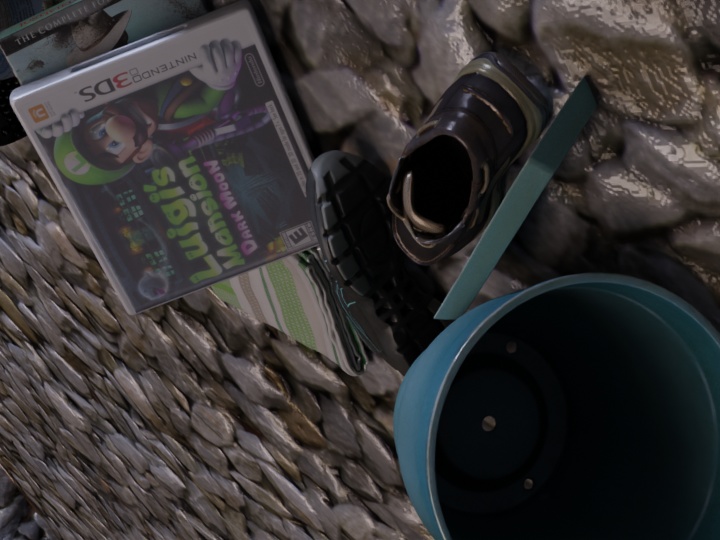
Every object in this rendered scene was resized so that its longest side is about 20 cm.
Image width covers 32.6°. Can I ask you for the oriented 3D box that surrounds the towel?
[{"bbox_3d":[-0.084,0.009,1.091,0.200,0.031,0.150,24,144,40],"label":"towel"}]

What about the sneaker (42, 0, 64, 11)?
[{"bbox_3d":[-0.203,-0.173,0.988,0.199,0.077,0.089,22,135,38],"label":"sneaker"}]

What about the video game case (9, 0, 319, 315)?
[{"bbox_3d":[-0.129,-0.076,0.904,0.023,0.181,0.201,-104,-7,-56],"label":"video game case"}]

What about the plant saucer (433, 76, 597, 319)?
[{"bbox_3d":[0.090,-0.033,0.734,0.019,0.070,0.200,32,151,6],"label":"plant saucer"}]

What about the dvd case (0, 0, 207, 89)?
[{"bbox_3d":[-0.159,-0.117,0.916,0.201,0.145,0.022,67,172,-31],"label":"dvd case"}]

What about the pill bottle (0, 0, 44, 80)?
[{"bbox_3d":[-0.344,-0.197,0.998,0.108,0.200,0.109,8,111,21],"label":"pill bottle"}]

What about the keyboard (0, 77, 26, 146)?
[{"bbox_3d":[-0.352,-0.198,1.132,0.040,0.104,0.201,23,145,41],"label":"keyboard"}]

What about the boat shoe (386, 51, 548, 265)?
[{"bbox_3d":[0.047,-0.056,0.760,0.074,0.073,0.200,42,153,12],"label":"boat shoe"}]

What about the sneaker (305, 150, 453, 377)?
[{"bbox_3d":[0.000,0.000,0.904,0.079,0.075,0.201,17,140,49],"label":"sneaker"}]

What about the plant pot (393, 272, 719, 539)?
[{"bbox_3d":[0.109,0.102,0.768,0.200,0.200,0.188,52,169,-8],"label":"plant pot"}]
